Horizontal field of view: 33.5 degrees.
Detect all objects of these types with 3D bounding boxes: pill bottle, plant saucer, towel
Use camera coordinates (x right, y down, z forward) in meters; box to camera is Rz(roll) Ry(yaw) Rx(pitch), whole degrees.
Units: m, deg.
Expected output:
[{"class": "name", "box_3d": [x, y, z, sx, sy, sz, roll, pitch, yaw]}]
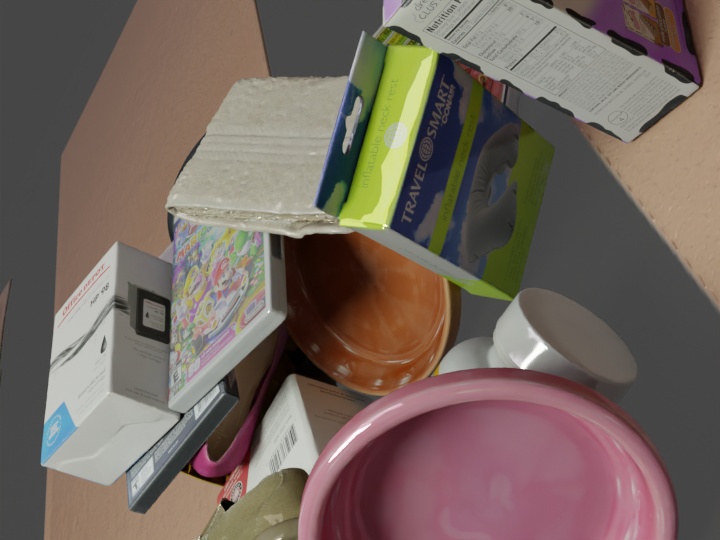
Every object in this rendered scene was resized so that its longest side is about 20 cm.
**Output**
[{"class": "pill bottle", "box_3d": [0.077, 0.113, 0.730, 0.200, 0.113, 0.113, -58, 28, 25]}, {"class": "plant saucer", "box_3d": [0.000, 0.000, 0.938, 0.200, 0.032, 0.201, 21, 123, 37]}, {"class": "towel", "box_3d": [-0.048, -0.089, 0.893, 0.200, 0.034, 0.133, 7, 61, 40]}, {"class": "plant saucer", "box_3d": [0.067, 0.132, 0.648, 0.201, 0.200, 0.051, -58, 15, 24]}]

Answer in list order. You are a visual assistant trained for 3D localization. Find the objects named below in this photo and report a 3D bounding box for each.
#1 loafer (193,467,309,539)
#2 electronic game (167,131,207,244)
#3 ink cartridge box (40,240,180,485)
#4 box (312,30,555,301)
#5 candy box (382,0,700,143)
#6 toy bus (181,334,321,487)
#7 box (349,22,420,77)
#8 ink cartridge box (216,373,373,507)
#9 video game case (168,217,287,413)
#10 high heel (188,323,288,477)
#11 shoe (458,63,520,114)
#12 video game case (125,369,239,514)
[{"class": "loafer", "box_3d": [-0.082, 0.202, 0.840, 0.200, 0.076, 0.068, -37, 40, 35]}, {"class": "electronic game", "box_3d": [-0.092, -0.078, 1.110, 0.042, 0.200, 0.200, 42, 113, 32]}, {"class": "ink cartridge box", "box_3d": [-0.207, 0.062, 1.005, 0.116, 0.067, 0.200, -44, 37, 33]}, {"class": "box", "box_3d": [0.057, -0.064, 0.795, 0.048, 0.200, 0.122, 9, 80, 36]}, {"class": "candy box", "box_3d": [0.112, -0.197, 0.774, 0.072, 0.200, 0.168, -42, 37, 44]}, {"class": "toy bus", "box_3d": [-0.116, 0.091, 1.128, 0.192, 0.135, 0.200, 175, 115, -79]}, {"class": "box", "box_3d": [0.017, -0.157, 1.015, 0.110, 0.035, 0.200, -54, -1, -31]}, {"class": "ink cartridge box", "box_3d": [-0.034, 0.202, 0.919, 0.147, 0.083, 0.200, -59, 28, 23]}, {"class": "video game case", "box_3d": [-0.107, -0.006, 0.945, 0.143, 0.018, 0.200, -43, 37, 35]}, {"class": "high heel", "box_3d": [-0.097, 0.071, 0.982, 0.096, 0.067, 0.200, 145, 148, -75]}, {"class": "shoe", "box_3d": [0.073, -0.148, 0.941, 0.071, 0.091, 0.200, -33, 44, 51]}, {"class": "video game case", "box_3d": [-0.157, 0.081, 0.998, 0.143, 0.019, 0.200, -50, 33, 24]}]
